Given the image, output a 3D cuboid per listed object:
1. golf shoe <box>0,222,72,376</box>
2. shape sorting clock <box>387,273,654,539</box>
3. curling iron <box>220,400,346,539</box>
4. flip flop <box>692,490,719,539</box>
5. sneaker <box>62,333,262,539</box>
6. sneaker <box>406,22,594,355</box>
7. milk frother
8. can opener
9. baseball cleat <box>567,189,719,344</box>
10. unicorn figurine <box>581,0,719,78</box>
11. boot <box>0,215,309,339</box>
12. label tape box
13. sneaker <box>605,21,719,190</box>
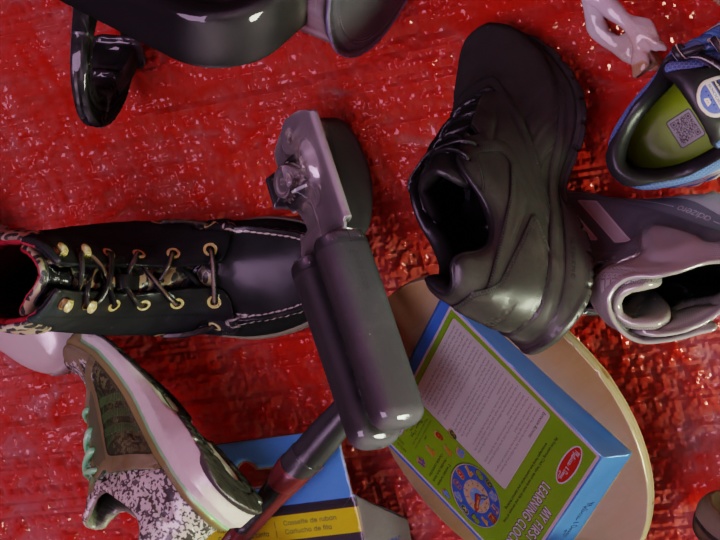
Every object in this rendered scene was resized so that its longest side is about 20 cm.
[{"bbox_3d":[-0.257,-0.003,1.479,0.200,0.097,0.078,45,119,8],"label":"golf shoe"},{"bbox_3d":[0.082,0.089,1.329,0.200,0.039,0.201,29,135,33],"label":"shape sorting clock"},{"bbox_3d":[-0.029,0.120,1.366,0.049,0.026,0.200,33,110,2],"label":"curling iron"},{"bbox_3d":[0.272,0.158,1.254,0.199,0.081,0.058,27,102,25],"label":"flip flop"},{"bbox_3d":[-0.142,0.107,1.393,0.089,0.077,0.200,-44,41,-2],"label":"sneaker"},{"bbox_3d":[0.068,-0.056,1.243,0.076,0.090,0.201,-42,40,39],"label":"sneaker"},{"bbox_3d":[-0.075,-0.160,1.326,0.187,0.181,0.200,25,158,21],"label":"milk frother"},{"bbox_3d":[0.000,0.000,1.321,0.053,0.067,0.201,-44,59,49],"label":"can opener"},{"bbox_3d":[0.125,-0.002,1.261,0.199,0.106,0.070,-10,110,33],"label":"baseball cleat"},{"bbox_3d":[0.126,-0.171,1.240,0.200,0.074,0.138,-38,83,16],"label":"unicorn figurine"},{"bbox_3d":[-0.123,0.007,1.369,0.203,0.154,0.074,-1,91,31],"label":"boot"},{"bbox_3d":[-0.038,0.195,1.432,0.144,0.063,0.201,-9,92,31],"label":"label tape box"},{"bbox_3d":[0.204,-0.098,1.199,0.200,0.089,0.079,-41,85,31],"label":"sneaker"}]
